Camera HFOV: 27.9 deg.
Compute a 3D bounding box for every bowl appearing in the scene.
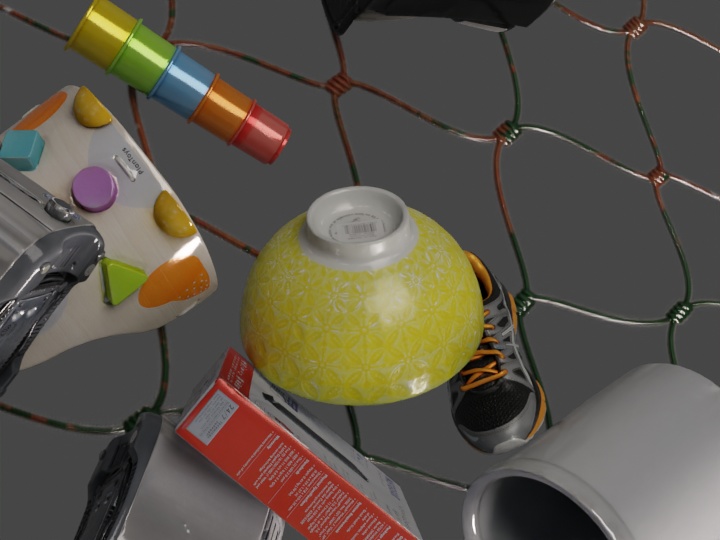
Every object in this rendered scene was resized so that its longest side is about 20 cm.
[{"bbox_3d":[0.000,0.000,1.135,0.199,0.108,0.200,-1,38,1],"label":"bowl"}]

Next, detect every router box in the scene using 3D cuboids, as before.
[{"bbox_3d":[-0.045,0.139,1.051,0.179,0.200,0.049,40,90,-5],"label":"router box"}]

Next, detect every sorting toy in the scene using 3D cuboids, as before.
[{"bbox_3d":[-0.231,-0.022,1.064,0.180,0.107,0.200,-38,86,-17],"label":"sorting toy"}]

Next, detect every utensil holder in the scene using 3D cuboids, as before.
[{"bbox_3d":[0.210,0.189,1.177,0.200,0.170,0.170,-29,81,-38],"label":"utensil holder"}]

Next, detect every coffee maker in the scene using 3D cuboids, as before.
[{"bbox_3d":[0.085,-0.288,1.337,0.199,0.192,0.135,-4,95,-27],"label":"coffee maker"}]

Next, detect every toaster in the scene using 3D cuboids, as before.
[{"bbox_3d":[-0.276,0.010,0.959,0.129,0.200,0.114,41,16,9],"label":"toaster"},{"bbox_3d":[-0.139,0.208,1.012,0.129,0.114,0.200,29,53,-15],"label":"toaster"}]

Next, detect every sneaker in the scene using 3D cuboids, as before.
[{"bbox_3d":[0.097,0.067,1.200,0.200,0.078,0.077,-101,166,-46],"label":"sneaker"}]

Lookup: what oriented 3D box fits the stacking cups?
[{"bbox_3d":[-0.151,-0.159,1.232,0.200,0.060,0.061,32,55,-16],"label":"stacking cups"}]
